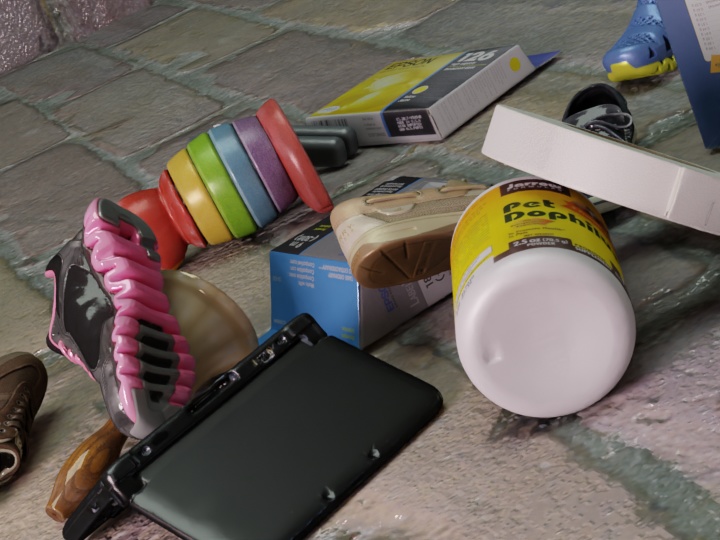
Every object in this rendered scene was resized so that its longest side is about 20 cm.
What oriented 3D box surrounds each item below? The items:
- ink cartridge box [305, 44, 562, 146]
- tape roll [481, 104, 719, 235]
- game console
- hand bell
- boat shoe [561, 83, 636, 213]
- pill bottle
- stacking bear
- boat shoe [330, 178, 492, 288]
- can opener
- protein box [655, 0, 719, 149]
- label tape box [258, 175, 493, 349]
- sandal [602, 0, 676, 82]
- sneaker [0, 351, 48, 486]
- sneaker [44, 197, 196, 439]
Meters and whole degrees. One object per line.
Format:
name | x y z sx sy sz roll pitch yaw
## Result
ink cartridge box | 0.075 -0.193 1.792 0.200 0.047 0.197 -39 23 -33
tape roll | 0.180 -0.065 1.148 0.202 0.037 0.203 18 7 -2
game console | -0.073 0.131 1.135 0.200 0.116 0.176 -38 -7 -38
hand bell | -0.168 0.104 1.252 0.104 0.104 0.200 -5 39 42
boat shoe | 0.187 -0.096 1.373 0.074 0.062 0.200 -15 22 17
pill bottle | 0.113 0.007 1.106 0.109 0.110 0.200 -20 19 9
stacking bear | -0.143 -0.068 1.626 0.200 0.114 0.121 -29 19 -2
boat shoe | 0.075 -0.039 1.245 0.199 0.071 0.065 -7 51 -28
can opener | -0.094 -0.121 1.787 0.199 0.067 0.053 -1 29 30
protein box | 0.343 -0.225 1.317 0.198 0.201 0.135 -10 22 34
label tape box | 0.000 0.000 1.329 0.200 0.063 0.144 -32 20 -25
sandal | 0.282 -0.244 1.622 0.079 0.087 0.200 -5 28 38
sneaker | -0.283 0.135 1.325 0.075 0.071 0.200 7 34 22
sneaker | -0.181 0.047 1.224 0.095 0.079 0.200 -35 48 21
